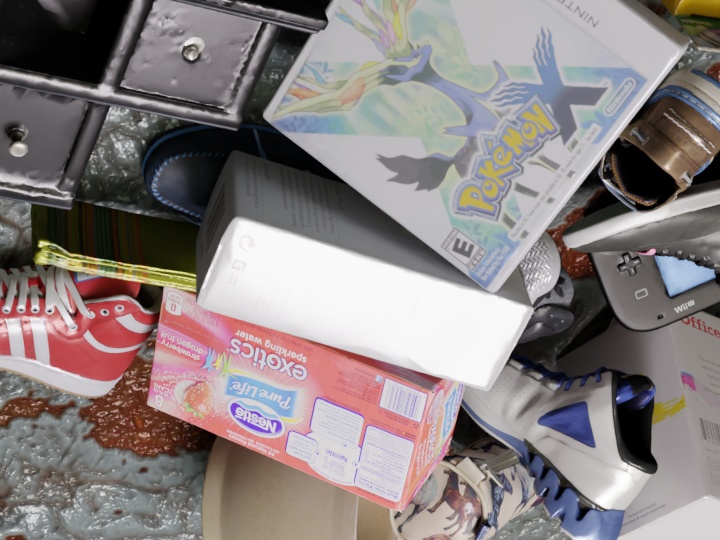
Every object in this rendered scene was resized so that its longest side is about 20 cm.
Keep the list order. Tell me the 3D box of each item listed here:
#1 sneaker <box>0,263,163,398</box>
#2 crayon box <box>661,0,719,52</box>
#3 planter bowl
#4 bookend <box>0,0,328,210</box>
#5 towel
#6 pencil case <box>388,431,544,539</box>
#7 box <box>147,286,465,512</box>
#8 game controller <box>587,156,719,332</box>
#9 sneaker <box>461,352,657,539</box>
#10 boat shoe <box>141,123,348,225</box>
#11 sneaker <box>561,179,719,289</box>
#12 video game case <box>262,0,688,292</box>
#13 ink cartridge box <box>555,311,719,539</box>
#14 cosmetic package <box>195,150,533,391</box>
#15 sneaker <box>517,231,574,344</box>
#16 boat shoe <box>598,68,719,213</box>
[{"bbox_3d":[-0.223,0.018,1.080,0.200,0.071,0.112,18,127,-41],"label":"sneaker"},{"bbox_3d":[0.219,-0.197,0.949,0.125,0.200,0.052,4,128,-23],"label":"crayon box"},{"bbox_3d":[-0.041,0.177,1.226,0.134,0.201,0.201,3,136,14],"label":"planter bowl"},{"bbox_3d":[-0.155,-0.116,0.967,0.198,0.092,0.200,10,128,-27],"label":"bookend"},{"bbox_3d":[-0.119,-0.015,1.062,0.199,0.086,0.018,11,118,-19],"label":"towel"},{"bbox_3d":[0.101,0.167,1.266,0.089,0.078,0.200,-37,170,26],"label":"pencil case"},{"bbox_3d":[-0.034,0.068,1.094,0.200,0.095,0.103,20,118,16],"label":"box"},{"bbox_3d":[0.271,-0.031,1.209,0.200,0.042,0.105,-23,94,2],"label":"game controller"},{"bbox_3d":[0.160,0.102,1.212,0.080,0.200,0.115,14,121,-52],"label":"sneaker"},{"bbox_3d":[-0.046,-0.050,1.080,0.199,0.069,0.084,5,129,-21],"label":"boat shoe"},{"bbox_3d":[0.249,-0.012,1.158,0.199,0.071,0.100,-12,99,-5],"label":"sneaker"},{"bbox_3d":[0.060,-0.110,0.933,0.182,0.022,0.200,37,124,3],"label":"video game case"},{"bbox_3d":[0.250,0.126,1.272,0.128,0.200,0.125,22,138,-34],"label":"ink cartridge box"},{"bbox_3d":[0.000,0.000,1.017,0.199,0.102,0.074,19,116,-14],"label":"cosmetic package"},{"bbox_3d":[0.115,0.008,1.159,0.114,0.076,0.200,-9,167,-27],"label":"sneaker"},{"bbox_3d":[0.195,-0.081,1.078,0.072,0.072,0.200,-48,174,-6],"label":"boat shoe"}]
